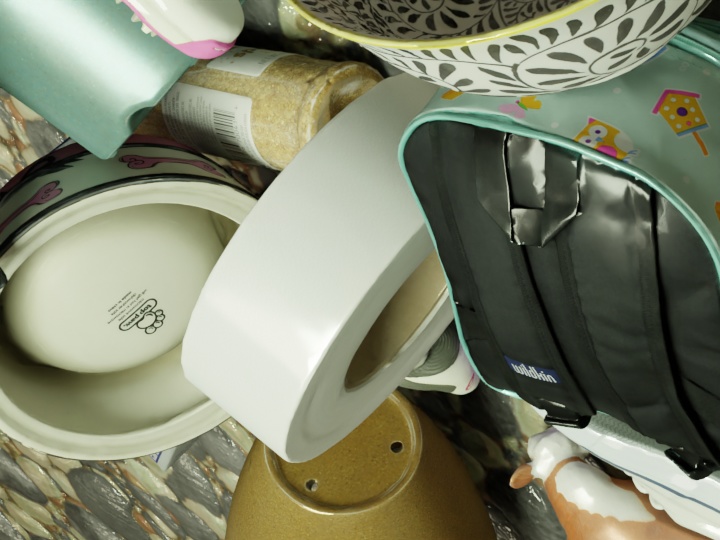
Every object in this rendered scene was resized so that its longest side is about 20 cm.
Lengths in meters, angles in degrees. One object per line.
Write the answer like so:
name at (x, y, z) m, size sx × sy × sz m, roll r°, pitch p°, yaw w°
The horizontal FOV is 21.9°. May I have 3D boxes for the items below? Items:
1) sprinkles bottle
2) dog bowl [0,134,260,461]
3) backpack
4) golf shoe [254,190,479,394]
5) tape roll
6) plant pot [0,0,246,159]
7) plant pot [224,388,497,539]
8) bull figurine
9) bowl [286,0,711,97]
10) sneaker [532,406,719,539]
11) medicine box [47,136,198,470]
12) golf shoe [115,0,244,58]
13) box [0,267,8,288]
sprinkles bottle at (-0.072, -0.095, 1.056) m, size 0.200 × 0.068 × 0.068 m, roll 15°, pitch 140°, yaw 44°
dog bowl at (-0.134, 0.010, 1.049) m, size 0.074 × 0.200 × 0.200 m, roll -121°, pitch 11°, yaw -46°
backpack at (0.116, -0.029, 0.795) m, size 0.176 × 0.153 × 0.200 m, roll 20°, pitch 157°, yaw 38°
golf shoe at (-0.012, 0.020, 1.124) m, size 0.200 × 0.077 × 0.088 m, roll 35°, pitch 175°, yaw 42°
tape roll at (0.000, 0.000, 0.944) m, size 0.071 × 0.202 × 0.202 m, roll 38°, pitch 152°, yaw 14°
plant pot at (-0.158, -0.173, 0.954) m, size 0.196 × 0.200 × 0.200 m, roll 41°, pitch 153°, yaw -9°
plant pot at (-0.003, 0.152, 1.147) m, size 0.186 × 0.186 × 0.200 m, roll 34°, pitch 156°, yaw 21°
bull figurine at (0.172, 0.166, 1.082) m, size 0.200 × 0.065 × 0.121 m, roll 28°, pitch 152°, yaw 34°
bowl at (0.073, -0.131, 0.697) m, size 0.201 × 0.201 × 0.094 m, roll 19°, pitch 157°, yaw 40°
sneaker at (0.162, 0.098, 0.992) m, size 0.200 × 0.073 × 0.071 m, roll 33°, pitch 147°, yaw 22°
medicine box at (-0.153, 0.016, 1.280) m, size 0.182 × 0.103 × 0.200 m, roll 42°, pitch 152°, yaw 6°
golf shoe at (-0.097, -0.193, 0.831) m, size 0.092 × 0.075 × 0.200 m, roll -26°, pitch 98°, yaw 24°
box at (-0.284, -0.072, 0.938) m, size 0.200 × 0.086 × 0.164 m, roll 46°, pitch 168°, yaw 39°
